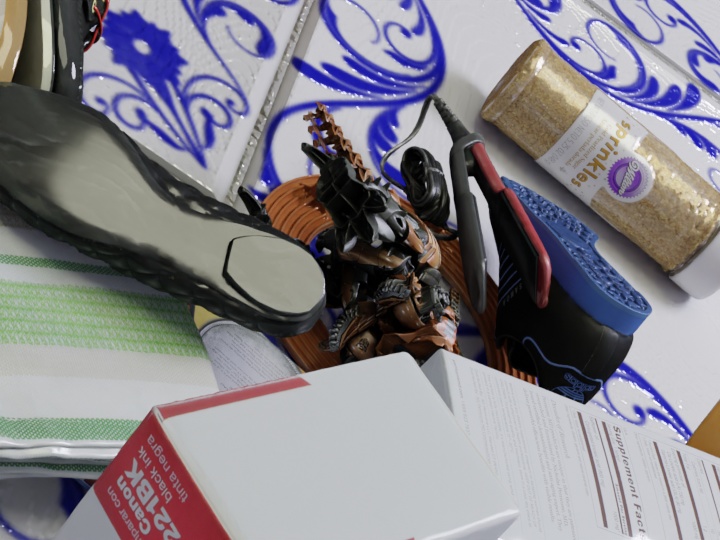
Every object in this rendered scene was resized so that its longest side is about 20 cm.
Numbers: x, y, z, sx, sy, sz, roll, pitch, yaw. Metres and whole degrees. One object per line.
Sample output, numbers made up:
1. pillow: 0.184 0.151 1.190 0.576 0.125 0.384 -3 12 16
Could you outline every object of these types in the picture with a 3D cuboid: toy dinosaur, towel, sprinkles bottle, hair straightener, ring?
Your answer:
1. toy dinosaur: 0.000 0.000 1.033 0.135 0.102 0.200 24 18 -49
2. towel: -0.144 0.010 0.884 0.148 0.031 0.201 9 45 -43
3. sprinkles bottle: 0.174 -0.067 1.307 0.200 0.068 0.068 39 34 -5
4. hair straightener: 0.049 -0.043 1.115 0.076 0.041 0.201 -7 38 -8
5. ring: 0.025 0.021 1.106 0.199 0.019 0.201 26 38 -23

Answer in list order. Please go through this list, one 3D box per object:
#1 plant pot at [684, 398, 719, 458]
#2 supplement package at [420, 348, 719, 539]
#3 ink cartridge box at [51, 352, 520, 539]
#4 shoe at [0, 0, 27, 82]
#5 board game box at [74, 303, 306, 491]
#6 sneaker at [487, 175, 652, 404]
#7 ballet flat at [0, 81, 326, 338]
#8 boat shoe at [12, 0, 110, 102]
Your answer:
1. plant pot: 0.261 0.152 1.072 0.183 0.201 0.200 37 31 20
2. supplement package: 0.092 0.140 0.963 0.199 0.114 0.110 23 40 -29
3. ink cartridge box: -0.057 0.133 0.746 0.144 0.200 0.084 -9 55 -49
4. shoe: -0.209 -0.154 1.014 0.053 0.070 0.201 10 48 -23
5. board game box: -0.130 0.027 0.929 0.200 0.035 0.136 42 34 -2
6. sneaker: 0.103 0.011 1.129 0.070 0.078 0.200 27 15 -19
7. ballet flat: -0.107 -0.022 0.903 0.199 0.057 0.067 31 61 -9
8. boat shoe: -0.163 -0.151 1.051 0.063 0.074 0.202 13 39 -24
